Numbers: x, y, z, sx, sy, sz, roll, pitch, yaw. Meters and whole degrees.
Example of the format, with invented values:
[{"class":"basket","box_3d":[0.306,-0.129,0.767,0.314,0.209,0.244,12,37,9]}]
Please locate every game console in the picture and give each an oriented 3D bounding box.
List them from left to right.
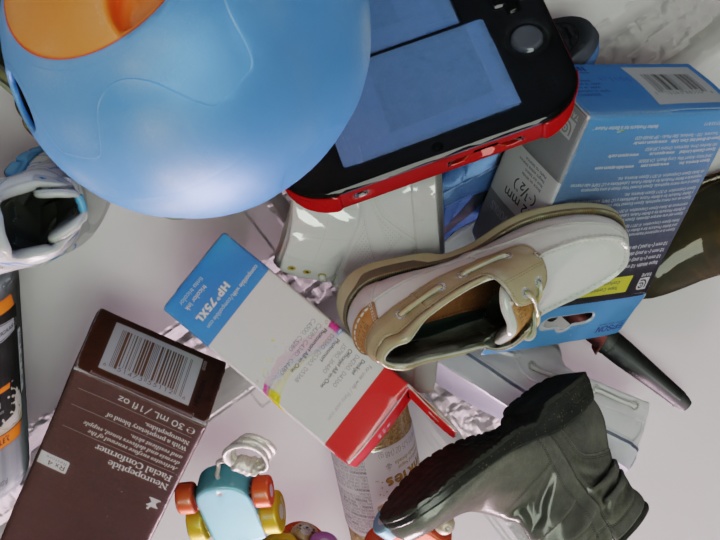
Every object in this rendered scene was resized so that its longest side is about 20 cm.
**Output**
[{"class":"game console","box_3d":[0.025,-0.136,1.031,0.198,0.178,0.031,-19,153,-1]}]

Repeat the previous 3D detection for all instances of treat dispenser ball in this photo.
[{"class":"treat dispenser ball","box_3d":[-0.093,-0.129,0.867,0.198,0.201,0.203,-4,115,-9]}]

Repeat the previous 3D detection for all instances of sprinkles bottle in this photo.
[{"class":"sprinkles bottle","box_3d":[0.015,0.160,1.214,0.067,0.068,0.202,-13,116,-4]}]

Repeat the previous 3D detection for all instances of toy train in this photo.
[{"class":"toy train","box_3d":[-0.032,0.168,1.150,0.199,0.056,0.150,32,127,-23]}]

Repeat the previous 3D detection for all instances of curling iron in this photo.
[{"class":"curling iron","box_3d":[0.177,0.055,1.213,0.199,0.050,0.025,34,137,-27]}]

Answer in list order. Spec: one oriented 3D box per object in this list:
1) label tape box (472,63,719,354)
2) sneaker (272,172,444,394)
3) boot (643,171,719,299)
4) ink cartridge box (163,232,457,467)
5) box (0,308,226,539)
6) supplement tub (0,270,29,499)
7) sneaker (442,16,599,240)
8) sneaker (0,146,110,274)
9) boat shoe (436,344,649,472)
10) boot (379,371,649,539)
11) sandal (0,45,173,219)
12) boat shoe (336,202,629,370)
[{"class":"label tape box","box_3d":[0.156,-0.043,1.117,0.142,0.066,0.201,-6,133,-35]},{"class":"sneaker","box_3d":[0.000,0.000,1.090,0.114,0.074,0.202,-1,128,5]},{"class":"boot","box_3d":[0.284,-0.027,1.162,0.199,0.097,0.075,-31,116,4]},{"class":"ink cartridge box","box_3d":[-0.030,0.069,1.088,0.199,0.116,0.067,39,86,7]},{"class":"box","box_3d":[-0.178,0.135,1.132,0.099,0.075,0.201,23,125,-7]},{"class":"supplement tub","box_3d":[-0.286,0.053,1.078,0.121,0.123,0.202,-3,115,-9]},{"class":"sneaker","box_3d":[0.095,-0.091,1.121,0.200,0.066,0.078,-43,126,11]},{"class":"sneaker","box_3d":[-0.197,-0.035,1.016,0.086,0.200,0.076,-10,104,25]},{"class":"boat shoe","box_3d":[0.126,0.081,1.207,0.199,0.073,0.066,29,77,-16]},{"class":"boot","box_3d":[0.116,0.168,1.115,0.199,0.067,0.132,-29,98,-30]},{"class":"sandal","box_3d":[-0.184,-0.099,1.028,0.201,0.080,0.057,45,132,1]},{"class":"boat shoe","box_3d":[0.088,0.017,1.028,0.198,0.069,0.075,-18,129,-11]}]
